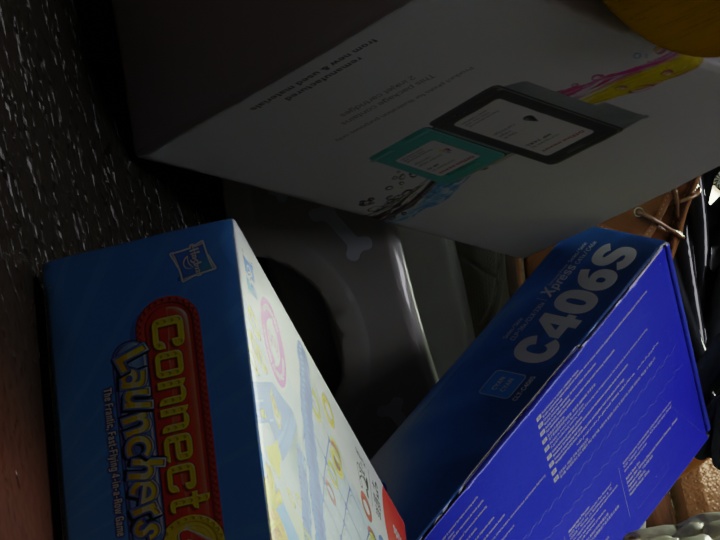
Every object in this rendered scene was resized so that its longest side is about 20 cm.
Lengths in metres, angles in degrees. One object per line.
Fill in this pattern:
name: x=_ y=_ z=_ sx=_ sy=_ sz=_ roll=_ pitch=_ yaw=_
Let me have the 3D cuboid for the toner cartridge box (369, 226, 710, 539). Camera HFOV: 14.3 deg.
toner cartridge box: x=0.051 y=0.081 z=1.012 sx=0.200 sy=0.043 sz=0.095 roll=-47 pitch=134 yaw=-36

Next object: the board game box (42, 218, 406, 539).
board game box: x=-0.023 y=0.121 z=0.794 sx=0.200 sy=0.056 sz=0.197 roll=63 pitch=15 yaw=-57

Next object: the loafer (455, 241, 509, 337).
loafer: x=0.071 y=0.019 z=1.232 sx=0.072 sy=0.063 sz=0.201 roll=-135 pitch=-141 yaw=-56

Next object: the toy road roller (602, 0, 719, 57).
toy road roller: x=0.155 y=-0.114 z=0.903 sx=0.200 sy=0.123 sz=0.146 roll=41 pitch=54 yaw=-20

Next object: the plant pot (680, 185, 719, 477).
plant pot: x=0.110 y=0.007 z=1.464 sx=0.140 sy=0.200 sz=0.200 roll=52 pitch=19 yaw=-27

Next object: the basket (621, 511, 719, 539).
basket: x=0.090 y=0.147 z=0.859 sx=0.200 sy=0.135 sz=0.124 roll=-14 pitch=88 yaw=-82

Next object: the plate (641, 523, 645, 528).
plate: x=0.083 y=0.155 z=1.176 sx=0.200 sy=0.032 sz=0.201 roll=-42 pitch=136 yaw=-63

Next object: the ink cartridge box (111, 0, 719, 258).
ink cartridge box: x=0.033 y=-0.110 z=0.970 sx=0.200 sy=0.146 sz=0.147 roll=13 pitch=59 yaw=-47

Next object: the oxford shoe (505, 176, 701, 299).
oxford shoe: x=0.104 y=-0.024 z=1.149 sx=0.071 sy=0.071 sz=0.201 roll=18 pitch=70 yaw=-50

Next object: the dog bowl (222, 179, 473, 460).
dog bowl: x=0.000 y=0.000 z=1.111 sx=0.200 sy=0.058 sz=0.201 roll=-14 pitch=90 yaw=-82

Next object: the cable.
cable: x=0.155 y=-0.024 z=1.141 sx=0.163 sy=0.051 sz=0.201 roll=-153 pitch=-98 yaw=-86
